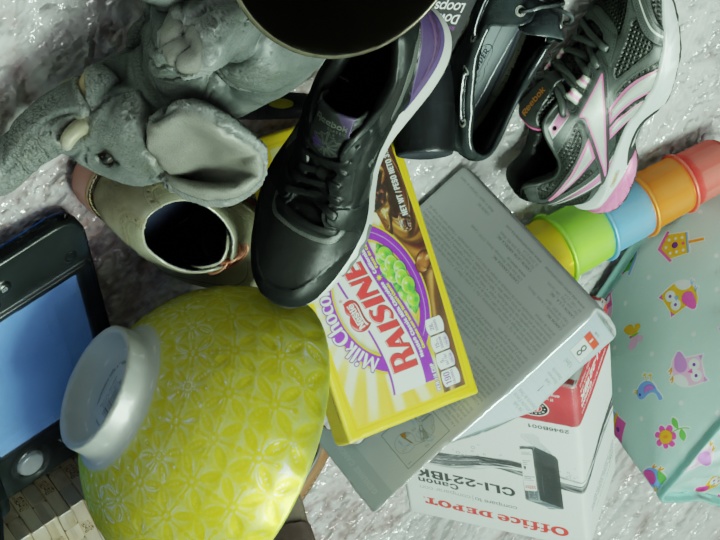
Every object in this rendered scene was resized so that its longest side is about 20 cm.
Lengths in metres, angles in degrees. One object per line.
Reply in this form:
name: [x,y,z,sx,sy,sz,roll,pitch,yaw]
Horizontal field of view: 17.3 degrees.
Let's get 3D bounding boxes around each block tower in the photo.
block tower: [-0.222,0.169,1.559,0.199,0.054,0.058,-33,142,-13]

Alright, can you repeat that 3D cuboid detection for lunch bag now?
lunch bag: [0.268,0.051,1.782,0.121,0.171,0.201,10,123,-45]

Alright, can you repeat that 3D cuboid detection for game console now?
game console: [-0.199,0.097,1.441,0.170,0.118,0.201,-33,144,-21]

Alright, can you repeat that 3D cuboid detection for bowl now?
bowl: [-0.119,0.090,1.445,0.107,0.200,0.201,24,111,-28]

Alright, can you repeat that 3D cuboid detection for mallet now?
mallet: [-0.027,-0.092,1.463,0.199,0.041,0.066,-10,90,-29]

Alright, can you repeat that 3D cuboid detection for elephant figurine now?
elephant figurine: [-0.107,-0.103,1.343,0.141,0.155,0.201,-40,163,-53]

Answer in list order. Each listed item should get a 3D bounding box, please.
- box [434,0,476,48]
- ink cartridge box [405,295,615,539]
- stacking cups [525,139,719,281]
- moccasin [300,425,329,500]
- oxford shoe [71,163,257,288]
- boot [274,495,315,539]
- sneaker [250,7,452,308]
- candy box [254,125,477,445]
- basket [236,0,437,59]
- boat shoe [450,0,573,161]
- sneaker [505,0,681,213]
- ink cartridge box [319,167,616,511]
box: [0.032,-0.222,1.412,0.142,0.036,0.201,-2,127,-41]
ink cartridge box: [0.102,0.100,1.694,0.201,0.143,0.084,79,28,-50]
stacking cups: [0.187,-0.041,1.714,0.199,0.061,0.061,-29,142,-20]
moccasin: [-0.081,0.184,1.686,0.078,0.074,0.202,3,123,-55]
oxford shoe: [-0.098,-0.016,1.466,0.071,0.074,0.200,-52,143,9]
boot: [-0.127,0.203,1.600,0.200,0.146,0.070,-43,146,3]
sneaker: [-0.020,-0.073,1.393,0.201,0.075,0.088,-65,167,7]
candy box: [0.000,0.000,1.504,0.102,0.026,0.201,-20,94,-25]
basket: [-0.055,-0.227,1.187,0.136,0.200,0.181,-37,142,-4]
boat shoe: [0.101,-0.157,1.511,0.074,0.066,0.200,10,120,-46]
sneaker: [0.152,-0.119,1.591,0.086,0.080,0.201,-6,126,-24]
ink cartridge box: [0.050,0.052,1.594,0.200,0.162,0.050,-44,144,3]
